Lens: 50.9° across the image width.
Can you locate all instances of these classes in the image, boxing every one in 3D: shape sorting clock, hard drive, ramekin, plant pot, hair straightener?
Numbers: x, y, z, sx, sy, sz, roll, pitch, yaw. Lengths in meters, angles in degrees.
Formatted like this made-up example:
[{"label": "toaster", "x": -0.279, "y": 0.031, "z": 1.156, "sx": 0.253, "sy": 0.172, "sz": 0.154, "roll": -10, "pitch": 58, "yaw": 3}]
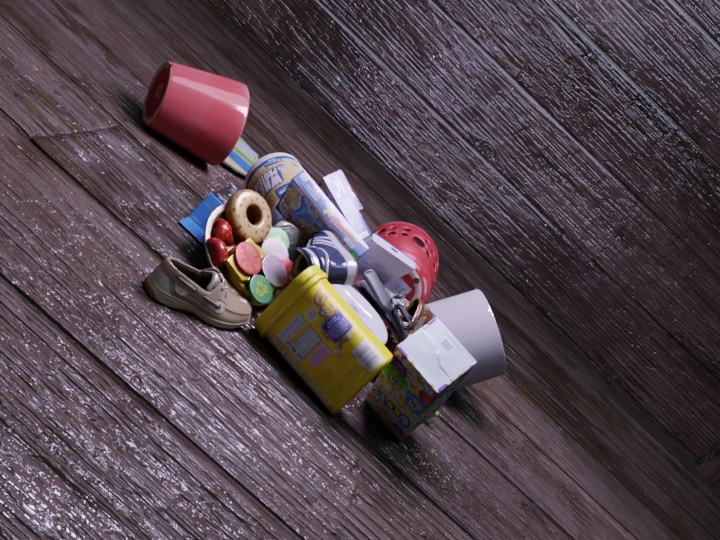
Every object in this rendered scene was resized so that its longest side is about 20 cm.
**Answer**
[{"label": "shape sorting clock", "x": -0.322, "y": -0.301, "z": 1.862, "sx": 0.200, "sy": 0.039, "sz": 0.200, "roll": 41, "pitch": 16, "yaw": -15}, {"label": "hard drive", "x": 0.000, "y": 0.000, "z": 1.606, "sx": 0.131, "sy": 0.199, "sz": 0.026, "roll": 32, "pitch": 44, "yaw": -34}, {"label": "ramekin", "x": -0.042, "y": 0.101, "z": 1.417, "sx": 0.200, "sy": 0.098, "sz": 0.201, "roll": 40, "pitch": 16, "yaw": -13}, {"label": "plant pot", "x": 0.083, "y": 0.007, "z": 1.808, "sx": 0.200, "sy": 0.200, "sz": 0.183, "roll": 41, "pitch": 25, "yaw": -8}, {"label": "hair straightener", "x": 0.061, "y": 0.078, "z": 1.465, "sx": 0.041, "sy": 0.077, "sz": 0.201, "roll": -9, "pitch": 58, "yaw": -40}, {"label": "plant pot", "x": -0.363, "y": -0.351, "z": 1.642, "sx": 0.176, "sy": 0.201, "sz": 0.201, "roll": 20, "pitch": 26, "yaw": -34}]

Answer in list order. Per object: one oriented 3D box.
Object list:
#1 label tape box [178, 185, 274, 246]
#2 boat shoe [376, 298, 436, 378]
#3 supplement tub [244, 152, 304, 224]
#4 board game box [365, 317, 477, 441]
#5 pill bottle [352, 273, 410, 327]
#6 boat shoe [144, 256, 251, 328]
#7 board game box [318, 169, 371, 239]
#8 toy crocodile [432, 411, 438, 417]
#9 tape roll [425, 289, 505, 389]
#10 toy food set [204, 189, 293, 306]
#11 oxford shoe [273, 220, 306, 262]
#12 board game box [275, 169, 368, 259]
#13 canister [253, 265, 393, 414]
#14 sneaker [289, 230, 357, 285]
[{"label": "label tape box", "x": -0.242, "y": -0.083, "z": 1.452, "sx": 0.144, "sy": 0.063, "sz": 0.200, "roll": 43, "pitch": 15, "yaw": -2}, {"label": "boat shoe", "x": 0.078, "y": 0.133, "z": 1.527, "sx": 0.200, "sy": 0.075, "sz": 0.074, "roll": -47, "pitch": 113, "yaw": -38}, {"label": "supplement tub", "x": -0.160, "y": -0.151, "z": 1.682, "sx": 0.144, "sy": 0.145, "sz": 0.201, "roll": 24, "pitch": 24, "yaw": -50}, {"label": "board game box", "x": 0.100, "y": 0.192, "z": 1.312, "sx": 0.103, "sy": 0.201, "sz": 0.105, "roll": -31, "pitch": 69, "yaw": -33}, {"label": "pill bottle", "x": 0.050, "y": 0.099, "z": 1.617, "sx": 0.199, "sy": 0.116, "sz": 0.117, "roll": 33, "pitch": 19, "yaw": -35}, {"label": "boat shoe", "x": -0.235, "y": 0.033, "z": 1.167, "sx": 0.199, "sy": 0.065, "sz": 0.072, "roll": 27, "pitch": 22, "yaw": -45}, {"label": "board game box", "x": -0.062, "y": -0.100, "z": 1.772, "sx": 0.061, "sy": 0.199, "sz": 0.201, "roll": -29, "pitch": 88, "yaw": -34}, {"label": "toy crocodile", "x": 0.134, "y": 0.208, "z": 1.551, "sx": 0.062, "sy": 0.067, "sz": 0.202, "roll": 47, "pitch": 31, "yaw": -50}, {"label": "tape roll", "x": 0.229, "y": 0.158, "z": 1.709, "sx": 0.203, "sy": 0.137, "sz": 0.205, "roll": 164, "pitch": -90, "yaw": -86}, {"label": "toy food set", "x": -0.193, "y": -0.033, "z": 1.343, "sx": 0.199, "sy": 0.048, "sz": 0.200, "roll": 54, "pitch": 36, "yaw": -16}, {"label": "oxford shoe", "x": -0.136, "y": -0.033, "z": 1.520, "sx": 0.058, "sy": 0.075, "sz": 0.200, "roll": 43, "pitch": -9, "yaw": 36}, {"label": "board game box", "x": -0.079, "y": -0.086, "z": 1.505, "sx": 0.034, "sy": 0.135, "sz": 0.200, "roll": -38, "pitch": 86, "yaw": -30}, {"label": "canister", "x": -0.060, "y": 0.116, "z": 1.245, "sx": 0.200, "sy": 0.149, "sz": 0.086, "roll": 48, "pitch": 16, "yaw": 8}, {"label": "sneaker", "x": -0.091, "y": -0.026, "z": 1.394, "sx": 0.107, "sy": 0.071, "sz": 0.200, "roll": -1, "pitch": 21, "yaw": -26}]
